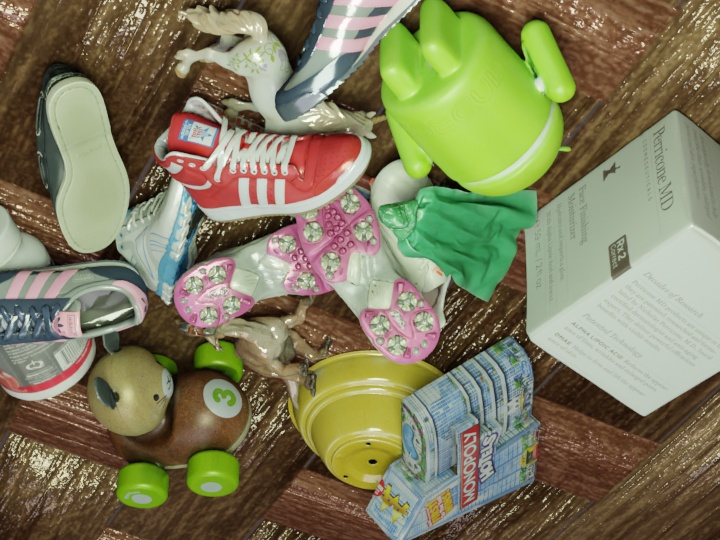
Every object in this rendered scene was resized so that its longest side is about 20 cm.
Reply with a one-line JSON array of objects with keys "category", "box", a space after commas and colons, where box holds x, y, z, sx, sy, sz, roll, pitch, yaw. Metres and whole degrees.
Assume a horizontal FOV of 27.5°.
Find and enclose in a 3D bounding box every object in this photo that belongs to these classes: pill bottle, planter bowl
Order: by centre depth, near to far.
[{"category": "pill bottle", "box": [-0.355, 0.030, 1.498, 0.110, 0.111, 0.200, -8, 133, 12]}, {"category": "planter bowl", "box": [0.016, 0.185, 1.643, 0.200, 0.084, 0.201, 2, 134, 2]}]

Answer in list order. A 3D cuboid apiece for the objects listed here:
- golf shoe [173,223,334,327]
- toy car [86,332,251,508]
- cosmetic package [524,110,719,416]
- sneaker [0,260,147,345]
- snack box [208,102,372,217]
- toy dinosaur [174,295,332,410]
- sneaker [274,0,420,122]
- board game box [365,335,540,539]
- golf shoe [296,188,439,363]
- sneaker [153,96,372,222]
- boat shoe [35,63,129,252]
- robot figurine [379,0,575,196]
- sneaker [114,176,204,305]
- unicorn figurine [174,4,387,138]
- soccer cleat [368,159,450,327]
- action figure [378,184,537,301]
[{"category": "golf shoe", "box": [-0.089, -0.007, 1.442, 0.200, 0.092, 0.075, -16, 103, -9]}, {"category": "toy car", "box": [-0.216, 0.125, 1.520, 0.158, 0.165, 0.200, -12, 144, 15]}, {"category": "cosmetic package", "box": [0.280, -0.004, 1.375, 0.165, 0.165, 0.200, 33, 128, -25]}, {"category": "sneaker", "box": [-0.299, 0.038, 1.395, 0.200, 0.082, 0.070, -14, 115, -15]}, {"category": "snack box", "box": [-0.084, -0.095, 1.412, 0.200, 0.024, 0.072, 24, 132, -18]}, {"category": "toy dinosaur", "box": [-0.110, 0.074, 1.550, 0.135, 0.086, 0.200, 6, 152, 14]}, {"category": "sneaker", "box": [-0.018, -0.217, 1.228, 0.082, 0.070, 0.200, 40, 96, -19]}, {"category": "board game box", "box": [0.100, 0.197, 1.585, 0.200, 0.062, 0.200, -30, 141, -24]}, {"category": "golf shoe", "box": [0.000, 0.000, 1.380, 0.075, 0.092, 0.200, -30, 86, -3]}, {"category": "sneaker", "box": [-0.094, -0.103, 1.277, 0.200, 0.071, 0.112, -11, 138, 37]}, {"category": "boat shoe", "box": [-0.269, -0.108, 1.388, 0.074, 0.066, 0.200, -24, 136, -17]}, {"category": "robot figurine", "box": [0.098, -0.144, 1.282, 0.175, 0.116, 0.200, -29, 129, 27]}, {"category": "sneaker", "box": [-0.202, -0.042, 1.435, 0.087, 0.075, 0.200, 26, 142, 1]}, {"category": "unicorn figurine", "box": [-0.075, -0.157, 1.311, 0.137, 0.074, 0.200, -5, 149, 30]}, {"category": "soccer cleat", "box": [0.056, -0.025, 1.425, 0.069, 0.078, 0.200, -27, 139, -14]}, {"category": "action figure", "box": [0.082, -0.039, 1.362, 0.055, 0.118, 0.200, 24, -173, 36]}]
